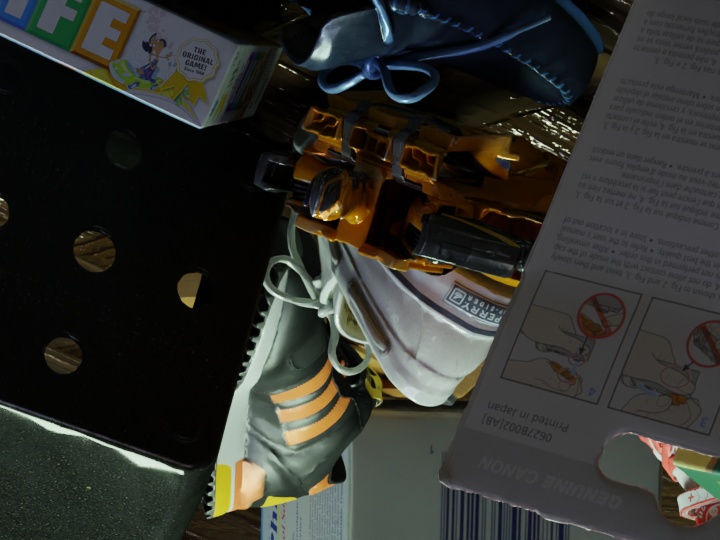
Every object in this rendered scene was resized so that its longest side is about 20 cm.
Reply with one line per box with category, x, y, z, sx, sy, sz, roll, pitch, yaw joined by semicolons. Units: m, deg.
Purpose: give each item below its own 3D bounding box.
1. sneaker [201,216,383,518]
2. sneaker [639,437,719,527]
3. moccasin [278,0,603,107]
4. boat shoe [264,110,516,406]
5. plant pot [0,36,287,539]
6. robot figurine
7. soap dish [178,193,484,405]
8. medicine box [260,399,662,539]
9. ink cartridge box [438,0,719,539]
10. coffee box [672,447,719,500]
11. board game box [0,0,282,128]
sneaker;-0.029;0.042;1.176;0.090;0.070;0.200;-5;141;-19
sneaker;0.164;0.084;1.223;0.201;0.108;0.067;18;166;17
moccasin;-0.010;-0.099;0.864;0.200;0.068;0.080;26;166;-15
boat shoe;0.004;0.002;1.052;0.074;0.086;0.202;23;-164;-29
plant pot;-0.135;0.012;0.979;0.200;0.200;0.177;22;158;-19
robot figurine;0.058;-0.025;0.927;0.200;0.058;0.145;9;-170;-43
soap dish;-0.026;0.008;1.289;0.157;0.081;0.200;29;164;-26
medicine box;0.052;0.126;1.401;0.182;0.103;0.200;2;178;-16
ink cartridge box;0.133;-0.002;0.732;0.161;0.200;0.050;14;165;32
coffee box;0.225;0.045;0.942;0.200;0.123;0.044;11;164;44
board game box;-0.103;-0.099;0.943;0.134;0.034;0.200;25;-175;0
